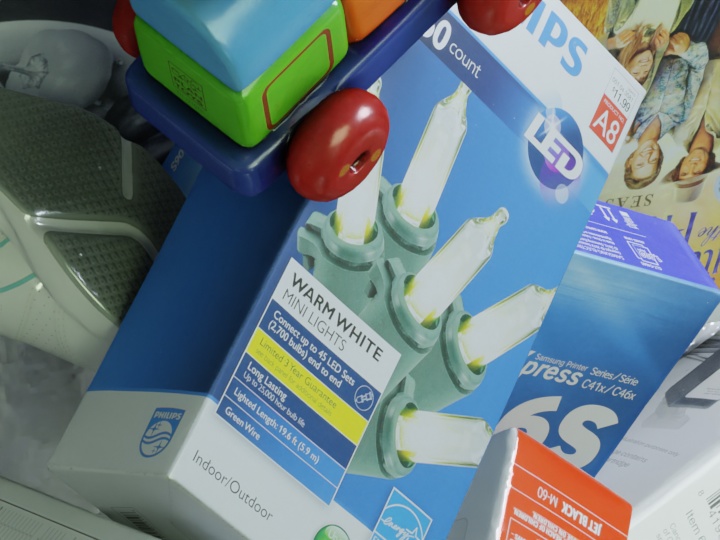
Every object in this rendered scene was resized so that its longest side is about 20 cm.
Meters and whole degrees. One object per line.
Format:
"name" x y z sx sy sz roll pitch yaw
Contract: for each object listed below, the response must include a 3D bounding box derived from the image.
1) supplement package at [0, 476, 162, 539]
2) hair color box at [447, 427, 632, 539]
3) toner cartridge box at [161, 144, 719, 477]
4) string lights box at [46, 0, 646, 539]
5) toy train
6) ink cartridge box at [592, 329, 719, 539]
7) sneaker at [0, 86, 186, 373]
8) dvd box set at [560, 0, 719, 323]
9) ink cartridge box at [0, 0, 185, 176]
"supplement package" -0.094 0.165 0.893 0.152 0.200 0.151 43 74 -27
"hair color box" 0.018 0.163 0.971 0.064 0.111 0.201 34 53 -28
"toner cartridge box" 0.016 0.011 0.985 0.199 0.043 0.095 14 120 -34
"string lights box" 0.000 0.000 0.874 0.103 0.059 0.200 41 63 -34
"toy train" 0.017 -0.121 0.805 0.200 0.085 0.116 -45 160 -17
"ink cartridge box" 0.164 0.098 1.110 0.200 0.085 0.146 -33 111 -22
"sneaker" -0.125 -0.019 0.880 0.200 0.080 0.071 35 38 -17
"dvd box set" 0.107 -0.064 1.035 0.146 0.029 0.201 -7 128 -29
"ink cartridge box" -0.053 -0.091 0.926 0.198 0.043 0.200 12 120 -30
